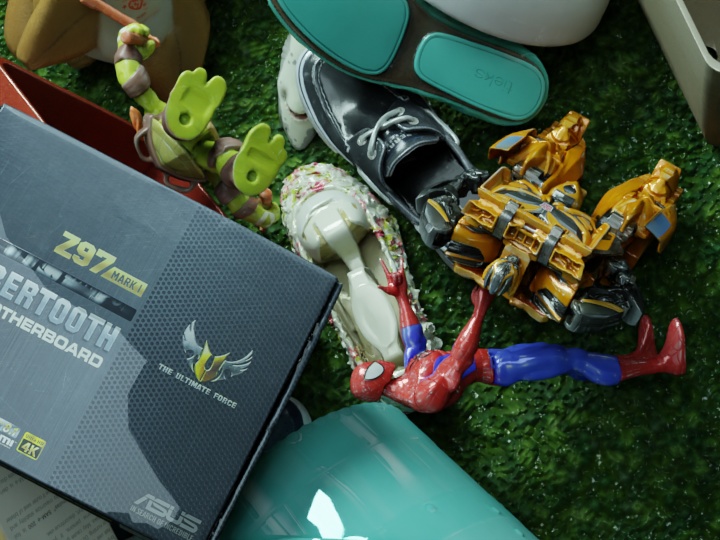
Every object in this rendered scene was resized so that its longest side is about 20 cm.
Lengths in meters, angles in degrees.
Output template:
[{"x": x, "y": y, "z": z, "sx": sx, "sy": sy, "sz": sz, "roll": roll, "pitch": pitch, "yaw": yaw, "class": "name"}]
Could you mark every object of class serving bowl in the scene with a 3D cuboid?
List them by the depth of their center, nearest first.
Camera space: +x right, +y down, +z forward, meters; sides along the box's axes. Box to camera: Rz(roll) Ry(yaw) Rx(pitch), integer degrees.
[{"x": 0.089, "y": -0.240, "z": 0.845, "sx": 0.199, "sy": 0.066, "sz": 0.201, "roll": 18, "pitch": 43, "yaw": -17, "class": "serving bowl"}]

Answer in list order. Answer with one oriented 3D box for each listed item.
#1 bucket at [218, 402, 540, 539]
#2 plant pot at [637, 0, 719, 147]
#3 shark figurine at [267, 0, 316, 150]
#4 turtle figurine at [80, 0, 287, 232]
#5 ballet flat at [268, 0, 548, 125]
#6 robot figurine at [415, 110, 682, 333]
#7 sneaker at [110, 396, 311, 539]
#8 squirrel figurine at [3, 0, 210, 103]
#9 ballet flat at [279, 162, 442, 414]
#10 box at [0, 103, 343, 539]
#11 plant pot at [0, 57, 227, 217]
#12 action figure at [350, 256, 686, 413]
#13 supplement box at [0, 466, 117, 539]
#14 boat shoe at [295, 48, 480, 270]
[{"x": -0.002, "y": 0.183, "z": 0.709, "sx": 0.207, "sy": 0.207, "sz": 0.135, "roll": -43, "pitch": 61, "yaw": -4, "class": "bucket"}, {"x": 0.260, "y": -0.190, "z": 0.785, "sx": 0.199, "sy": 0.177, "sz": 0.201, "roll": -20, "pitch": 67, "yaw": 1, "class": "plant pot"}, {"x": 0.018, "y": -0.193, "z": 0.907, "sx": 0.214, "sy": 0.090, "sz": 0.129, "roll": -28, "pitch": 100, "yaw": 11, "class": "shark figurine"}, {"x": -0.114, "y": -0.092, "z": 0.819, "sx": 0.064, "sy": 0.161, "sz": 0.200, "roll": -38, "pitch": 107, "yaw": -13, "class": "turtle figurine"}, {"x": 0.026, "y": -0.148, "z": 0.832, "sx": 0.199, "sy": 0.070, "sz": 0.068, "roll": 23, "pitch": 98, "yaw": -12, "class": "ballet flat"}, {"x": 0.118, "y": -0.033, "z": 0.763, "sx": 0.145, "sy": 0.200, "sz": 0.058, "roll": 30, "pitch": 120, "yaw": 15, "class": "robot figurine"}, {"x": -0.123, "y": 0.139, "z": 0.797, "sx": 0.200, "sy": 0.109, "sz": 0.070, "roll": -37, "pitch": 65, "yaw": 0, "class": "sneaker"}, {"x": -0.197, "y": -0.243, "z": 0.929, "sx": 0.187, "sy": 0.141, "sz": 0.201, "roll": 43, "pitch": 120, "yaw": 41, "class": "squirrel figurine"}, {"x": 0.000, "y": 0.000, "z": 0.845, "sx": 0.075, "sy": 0.064, "sz": 0.201, "roll": -30, "pitch": 66, "yaw": 2, "class": "ballet flat"}, {"x": -0.130, "y": 0.032, "z": 0.644, "sx": 0.199, "sy": 0.051, "sz": 0.158, "roll": 28, "pitch": 73, "yaw": -2, "class": "box"}, {"x": -0.181, "y": 0.018, "z": 0.820, "sx": 0.176, "sy": 0.200, "sz": 0.200, "roll": -44, "pitch": 67, "yaw": 9, "class": "plant pot"}, {"x": 0.087, "y": 0.030, "z": 0.769, "sx": 0.199, "sy": 0.065, "sz": 0.100, "roll": -10, "pitch": 91, "yaw": -13, "class": "action figure"}, {"x": -0.203, "y": 0.166, "z": 0.714, "sx": 0.126, "sy": 0.073, "sz": 0.201, "roll": -24, "pitch": 96, "yaw": 31, "class": "supplement box"}, {"x": 0.027, "y": -0.077, "z": 0.838, "sx": 0.072, "sy": 0.068, "sz": 0.200, "roll": -38, "pitch": 81, "yaw": 2, "class": "boat shoe"}]
